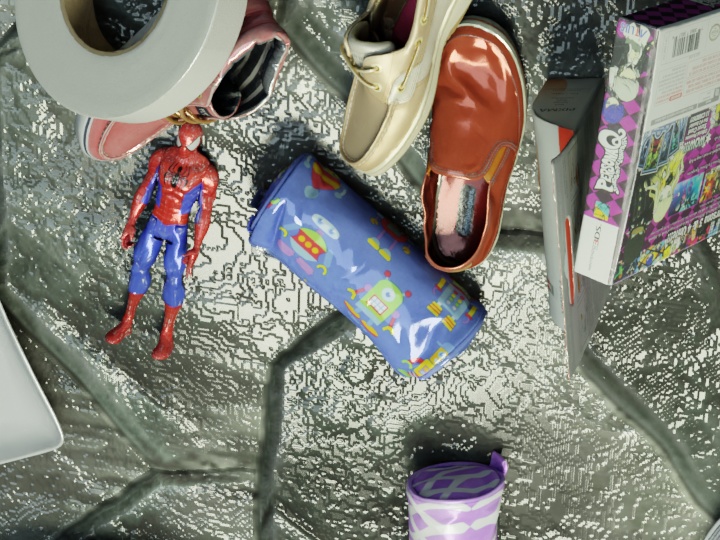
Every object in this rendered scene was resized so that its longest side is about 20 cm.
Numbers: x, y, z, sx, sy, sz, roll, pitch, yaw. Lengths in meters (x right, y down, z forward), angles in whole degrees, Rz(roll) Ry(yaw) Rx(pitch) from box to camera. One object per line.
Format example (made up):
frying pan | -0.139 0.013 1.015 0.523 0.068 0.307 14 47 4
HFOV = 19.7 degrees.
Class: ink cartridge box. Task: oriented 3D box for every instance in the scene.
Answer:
ink cartridge box | 0.140 -0.032 1.465 0.050 0.200 0.162 1 111 18

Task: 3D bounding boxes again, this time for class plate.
plate | -0.365 0.079 1.748 0.200 0.032 0.200 -17 105 21

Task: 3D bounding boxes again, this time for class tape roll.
tape roll | -0.170 -0.209 1.523 0.203 0.037 0.203 -3 86 35

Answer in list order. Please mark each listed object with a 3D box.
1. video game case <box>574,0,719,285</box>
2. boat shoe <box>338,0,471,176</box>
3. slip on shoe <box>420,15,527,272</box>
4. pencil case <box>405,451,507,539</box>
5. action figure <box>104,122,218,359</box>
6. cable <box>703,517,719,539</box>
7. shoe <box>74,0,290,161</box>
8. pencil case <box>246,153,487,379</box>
video game case | 0.224 -0.100 1.419 0.036 0.200 0.181 23 118 32
boat shoe | 0.020 -0.164 1.507 0.074 0.069 0.200 41 117 44
slip on shoe | 0.080 -0.089 1.538 0.074 0.061 0.200 12 113 13
pencil case | 0.084 0.250 1.665 0.085 0.084 0.200 -12 114 -17
action figure | -0.153 -0.026 1.639 0.065 0.052 0.200 20 113 10
cable | 0.354 0.253 1.593 0.200 0.069 0.200 31 116 2
shoe | -0.135 -0.135 1.555 0.200 0.071 0.091 -47 55 23
pencil case | 0.000 0.000 1.586 0.200 0.078 0.087 41 99 -3
